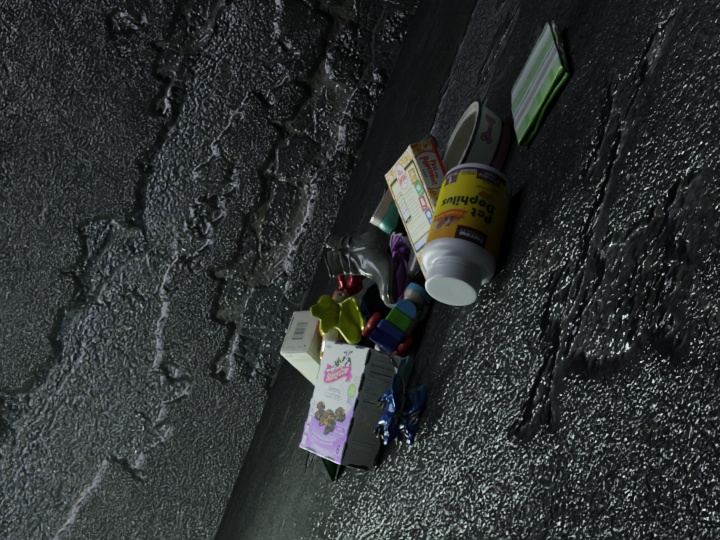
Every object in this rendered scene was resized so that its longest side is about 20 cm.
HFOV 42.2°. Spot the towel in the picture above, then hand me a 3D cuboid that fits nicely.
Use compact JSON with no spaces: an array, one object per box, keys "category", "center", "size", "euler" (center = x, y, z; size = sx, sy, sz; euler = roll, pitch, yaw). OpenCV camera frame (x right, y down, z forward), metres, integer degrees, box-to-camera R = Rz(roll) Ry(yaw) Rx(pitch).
[{"category":"towel","center":[0.288,-0.298,1.494],"size":[0.200,0.031,0.150],"euler":[-83,15,-55]}]

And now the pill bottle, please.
[{"category":"pill bottle","center":[0.155,-0.052,1.373],"size":[0.109,0.109,0.201],"euler":[126,164,-58]}]

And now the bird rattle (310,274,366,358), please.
[{"category":"bird rattle","center":[-0.051,0.084,1.827],"size":[0.200,0.112,0.164],"euler":[-92,16,-64]}]

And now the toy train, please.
[{"category":"toy train","center":[0.066,0.096,1.706],"size":[0.116,0.085,0.200],"euler":[-53,-4,-16]}]

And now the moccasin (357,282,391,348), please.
[{"category":"moccasin","center":[0.029,0.123,1.892],"size":[0.068,0.080,0.201],"euler":[-99,18,-69]}]

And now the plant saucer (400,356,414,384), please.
[{"category":"plant saucer","center":[0.054,0.200,1.669],"size":[0.200,0.019,0.070],"euler":[140,152,-71]}]

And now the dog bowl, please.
[{"category":"dog bowl","center":[0.193,-0.189,1.628],"size":[0.200,0.073,0.201],"euler":[-158,90,-82]}]

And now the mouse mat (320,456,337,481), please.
[{"category":"mouse mat","center":[-0.055,0.291,1.829],"size":[0.161,0.007,0.201],"euler":[72,-159,-45]}]

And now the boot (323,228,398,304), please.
[{"category":"boot","center":[0.000,0.000,1.784],"size":[0.201,0.130,0.068],"euler":[-99,-3,-48]}]

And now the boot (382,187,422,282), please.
[{"category":"boot","center":[0.088,-0.088,1.773],"size":[0.068,0.130,0.201],"euler":[139,153,-73]}]

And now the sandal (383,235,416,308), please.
[{"category":"sandal","center":[0.085,-0.024,1.847],"size":[0.050,0.082,0.204],"euler":[47,-133,-55]}]

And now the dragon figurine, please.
[{"category":"dragon figurine","center":[0.065,0.201,1.446],"size":[0.100,0.059,0.201],"euler":[122,167,-47]}]

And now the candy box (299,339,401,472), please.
[{"category":"candy box","center":[-0.020,0.231,1.628],"size":[0.168,0.071,0.201],"euler":[1,76,62]}]

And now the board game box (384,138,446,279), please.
[{"category":"board game box","center":[0.114,-0.100,1.572],"size":[0.201,0.046,0.151],"euler":[69,161,8]}]

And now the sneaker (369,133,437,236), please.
[{"category":"sneaker","center":[0.099,-0.153,1.718],"size":[0.201,0.080,0.071],"euler":[-59,1,-6]}]

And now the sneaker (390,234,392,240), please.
[{"category":"sneaker","center":[0.119,-0.123,1.929],"size":[0.098,0.071,0.201],"euler":[-115,50,-82]}]

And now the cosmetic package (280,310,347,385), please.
[{"category":"cosmetic package","center":[-0.073,0.177,1.932],"size":[0.071,0.200,0.106],"euler":[-5,52,32]}]
